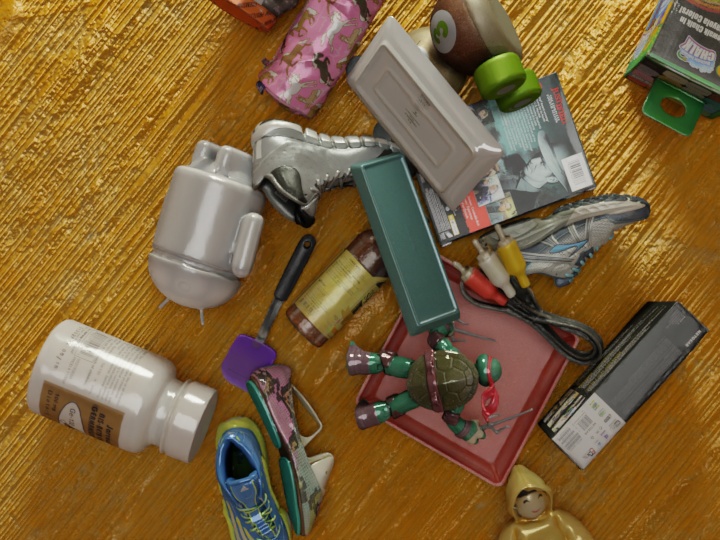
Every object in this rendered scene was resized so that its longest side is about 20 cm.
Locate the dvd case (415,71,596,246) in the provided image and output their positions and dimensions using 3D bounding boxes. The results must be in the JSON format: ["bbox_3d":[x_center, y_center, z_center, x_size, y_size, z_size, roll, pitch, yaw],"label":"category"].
[{"bbox_3d":[0.162,-0.131,1.267,0.197,0.022,0.148,-21,88,4],"label":"dvd case"}]

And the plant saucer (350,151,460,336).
[{"bbox_3d":[0.053,-0.033,1.193,0.069,0.019,0.203,-17,85,-24],"label":"plant saucer"}]

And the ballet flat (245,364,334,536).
[{"bbox_3d":[-0.073,0.206,1.256,0.070,0.069,0.203,-18,88,-19],"label":"ballet flat"}]

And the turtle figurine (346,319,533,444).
[{"bbox_3d":[0.087,0.119,1.195,0.196,0.101,0.153,-8,78,13],"label":"turtle figurine"}]

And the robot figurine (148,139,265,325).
[{"bbox_3d":[-0.177,-0.044,1.236,0.168,0.112,0.203,18,90,43],"label":"robot figurine"}]

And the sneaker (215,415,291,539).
[{"bbox_3d":[-0.131,0.272,1.232,0.074,0.105,0.203,-17,88,3],"label":"sneaker"}]

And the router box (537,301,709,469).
[{"bbox_3d":[0.286,0.122,1.192,0.051,0.149,0.200,42,92,3],"label":"router box"}]

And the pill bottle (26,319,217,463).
[{"bbox_3d":[-0.272,0.144,1.238,0.197,0.114,0.116,21,90,3],"label":"pill bottle"}]

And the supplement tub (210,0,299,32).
[{"bbox_3d":[-0.098,-0.387,1.234,0.121,0.123,0.202,28,90,3],"label":"supplement tub"}]

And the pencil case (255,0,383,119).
[{"bbox_3d":[-0.042,-0.277,1.237,0.086,0.083,0.202,30,101,-18],"label":"pencil case"}]

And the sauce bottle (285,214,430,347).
[{"bbox_3d":[0.000,0.000,1.250,0.200,0.066,0.066,-45,87,3],"label":"sauce bottle"}]

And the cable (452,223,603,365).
[{"bbox_3d":[0.184,0.045,1.208,0.097,0.050,0.201,-40,93,26],"label":"cable"}]

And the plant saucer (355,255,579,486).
[{"bbox_3d":[0.124,0.116,1.257,0.198,0.037,0.202,29,90,2],"label":"plant saucer"}]

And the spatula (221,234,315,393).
[{"bbox_3d":[-0.104,0.048,1.276,0.056,0.021,0.203,26,88,-10],"label":"spatula"}]

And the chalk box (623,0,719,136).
[{"bbox_3d":[0.384,-0.252,1.208,0.123,0.124,0.202,27,91,2],"label":"chalk box"}]

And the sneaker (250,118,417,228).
[{"bbox_3d":[-0.033,-0.096,1.222,0.196,0.075,0.117,9,62,-8],"label":"sneaker"}]

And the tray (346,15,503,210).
[{"bbox_3d":[0.063,-0.170,1.182,0.201,0.022,0.108,52,133,10],"label":"tray"}]

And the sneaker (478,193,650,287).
[{"bbox_3d":[0.242,-0.031,1.242,0.197,0.078,0.088,-17,95,12],"label":"sneaker"}]

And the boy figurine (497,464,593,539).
[{"bbox_3d":[0.213,0.321,1.226,0.122,0.064,0.204,-11,98,3],"label":"boy figurine"}]

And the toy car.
[{"bbox_3d":[0.079,-0.238,1.218,0.198,0.157,0.167,-25,79,19],"label":"toy car"}]
